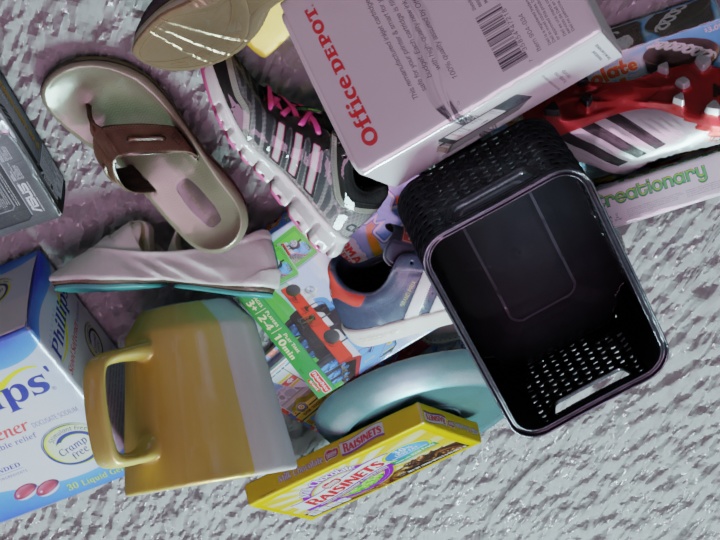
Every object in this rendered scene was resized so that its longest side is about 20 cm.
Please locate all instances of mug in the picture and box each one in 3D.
[{"bbox_3d":[-0.140,0.104,1.442,0.148,0.155,0.187,-9,174,6],"label":"mug"}]

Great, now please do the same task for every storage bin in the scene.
[{"bbox_3d":[0.129,0.006,1.274,0.134,0.094,0.201,-28,121,3],"label":"storage bin"}]

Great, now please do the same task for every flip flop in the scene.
[{"bbox_3d":[-0.168,-0.087,1.339,0.081,0.058,0.200,-36,105,23],"label":"flip flop"}]

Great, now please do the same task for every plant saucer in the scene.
[{"bbox_3d":[0.057,0.126,1.539,0.198,0.028,0.201,-12,155,-5],"label":"plant saucer"}]

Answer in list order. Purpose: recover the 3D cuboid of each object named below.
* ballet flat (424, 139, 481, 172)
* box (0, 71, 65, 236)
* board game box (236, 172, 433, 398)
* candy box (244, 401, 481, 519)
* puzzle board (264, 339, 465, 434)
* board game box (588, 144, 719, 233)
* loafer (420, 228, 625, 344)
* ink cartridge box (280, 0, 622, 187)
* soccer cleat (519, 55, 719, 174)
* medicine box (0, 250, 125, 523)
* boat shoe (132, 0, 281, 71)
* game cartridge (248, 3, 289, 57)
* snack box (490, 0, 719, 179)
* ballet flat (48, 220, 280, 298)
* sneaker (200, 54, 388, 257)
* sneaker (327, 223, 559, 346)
[{"bbox_3d":[0.050,-0.121,1.356,0.066,0.057,0.201,-40,124,-12],"label":"ballet flat"},{"bbox_3d":[-0.344,-0.103,1.336,0.157,0.049,0.201,-17,131,11],"label":"box"},{"bbox_3d":[0.000,0.000,1.440,0.199,0.037,0.152,-32,108,21],"label":"board game box"},{"bbox_3d":[0.002,0.176,1.549,0.199,0.027,0.102,-28,149,27],"label":"candy box"},{"bbox_3d":[0.005,0.082,1.553,0.150,0.017,0.200,32,121,-29],"label":"puzzle board"},{"bbox_3d":[0.278,-0.081,1.362,0.198,0.126,0.035,-18,96,10],"label":"board game box"},{"bbox_3d":[0.133,0.014,1.463,0.199,0.070,0.070,-28,124,16],"label":"loafer"},{"bbox_3d":[0.064,-0.173,1.227,0.199,0.146,0.084,-29,167,15],"label":"ink cartridge box"},{"bbox_3d":[0.222,-0.112,1.320,0.198,0.069,0.086,-4,140,2],"label":"soccer cleat"},{"bbox_3d":[-0.311,0.108,1.491,0.181,0.103,0.201,-21,131,13],"label":"medicine box"},{"bbox_3d":[-0.097,-0.209,1.217,0.071,0.065,0.200,15,149,-31],"label":"boat shoe"},{"bbox_3d":[-0.085,-0.266,1.229,0.176,0.033,0.199,-39,127,26],"label":"game cartridge"},{"bbox_3d":[0.201,-0.135,1.363,0.198,0.037,0.117,-18,130,11],"label":"snack box"},{"bbox_3d":[-0.161,-0.012,1.421,0.198,0.070,0.070,1,133,12],"label":"ballet flat"},{"bbox_3d":[-0.047,-0.107,1.338,0.087,0.074,0.200,-34,113,10],"label":"sneaker"},{"bbox_3d":[0.064,-0.006,1.364,0.199,0.075,0.085,-20,116,14],"label":"sneaker"}]
